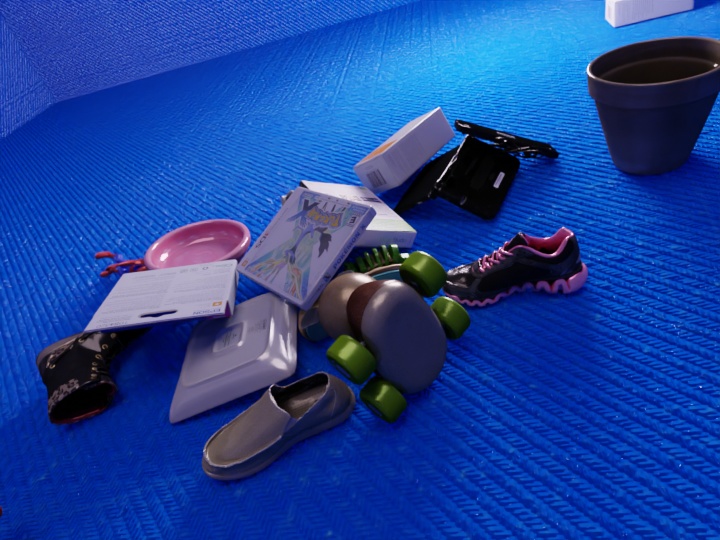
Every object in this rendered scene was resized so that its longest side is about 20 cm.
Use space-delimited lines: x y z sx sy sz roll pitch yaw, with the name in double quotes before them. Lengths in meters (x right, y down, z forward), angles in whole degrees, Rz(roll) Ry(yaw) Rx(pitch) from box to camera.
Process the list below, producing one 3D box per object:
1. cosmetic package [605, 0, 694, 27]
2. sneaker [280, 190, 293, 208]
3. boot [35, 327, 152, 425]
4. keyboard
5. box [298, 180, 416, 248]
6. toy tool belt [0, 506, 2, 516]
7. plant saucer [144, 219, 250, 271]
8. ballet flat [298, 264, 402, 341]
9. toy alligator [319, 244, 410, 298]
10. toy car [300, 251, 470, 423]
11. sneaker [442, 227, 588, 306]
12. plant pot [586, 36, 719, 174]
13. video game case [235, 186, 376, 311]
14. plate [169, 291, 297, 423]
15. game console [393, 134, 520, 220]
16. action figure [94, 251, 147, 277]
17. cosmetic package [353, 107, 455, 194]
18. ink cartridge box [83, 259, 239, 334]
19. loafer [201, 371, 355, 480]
"cosmetic package" 0.799 -0.746 1.423 0.199 0.071 0.102 -8 37 14
"sneaker" -0.108 -0.082 0.946 0.075 0.092 0.200 -28 37 -12
"boot" -0.404 0.141 0.806 0.199 0.073 0.151 -27 39 -17
"keyboard" 0.272 -0.239 0.977 0.199 0.040 0.104 15 26 1
"box" -0.011 -0.101 0.909 0.144 0.036 0.200 1 29 -30
"toy tool belt" -0.411 0.343 0.530 0.122 0.125 0.200 18 44 -3
"plant saucer" -0.308 -0.032 0.989 0.199 0.051 0.201 -7 32 4
"ballet flat" -0.006 0.035 0.769 0.199 0.069 0.063 -25 30 -9
"toy alligator" 0.000 0.000 0.821 0.199 0.054 0.059 -21 35 -2
"toy car" 0.005 0.063 0.662 0.164 0.158 0.200 -47 36 -19
"sneaker" 0.207 -0.012 0.710 0.199 0.096 0.079 -11 38 13
"plant pot" 0.483 -0.262 0.844 0.199 0.174 0.200 -13 36 10
"video game case" -0.092 -0.045 0.813 0.200 0.022 0.183 22 73 45
"plate" -0.187 0.108 0.761 0.199 0.032 0.200 -23 33 10
"game console" 0.183 -0.157 0.977 0.175 0.117 0.200 28 51 8
"action figure" -0.476 0.010 1.010 0.199 0.066 0.099 7 26 32
"cosmetic package" 0.091 -0.242 1.044 0.200 0.071 0.101 -44 19 -31
"ink cartridge box" -0.297 0.049 0.803 0.195 0.044 0.200 -7 26 -5
"loafer" -0.105 0.179 0.623 0.199 0.068 0.076 -27 36 -11
